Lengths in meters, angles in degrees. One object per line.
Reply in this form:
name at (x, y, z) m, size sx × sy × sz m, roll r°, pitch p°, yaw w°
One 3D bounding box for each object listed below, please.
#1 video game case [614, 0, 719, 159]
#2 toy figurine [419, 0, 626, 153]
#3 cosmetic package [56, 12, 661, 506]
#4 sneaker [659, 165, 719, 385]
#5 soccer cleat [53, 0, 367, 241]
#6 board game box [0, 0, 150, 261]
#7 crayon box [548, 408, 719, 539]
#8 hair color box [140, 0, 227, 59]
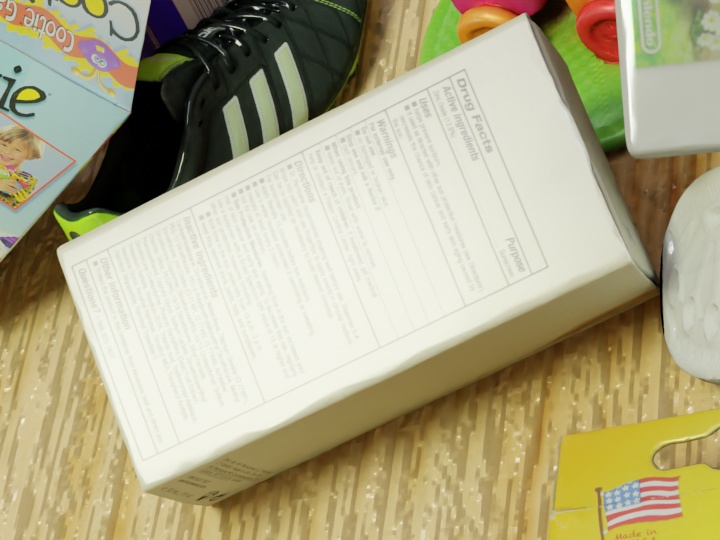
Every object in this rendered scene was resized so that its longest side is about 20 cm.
video game case at (0.169, -0.145, 0.773) m, size 0.181 × 0.022 × 0.202 m, roll -5°, pitch 89°, yaw 15°
toy figurine at (0.076, -0.154, 0.897) m, size 0.199 × 0.184 × 0.151 m, roll 2°, pitch 55°, yaw 33°
cosmetic package at (0.000, 0.000, 0.873) m, size 0.199 × 0.071 × 0.106 m, roll -24°, pitch 74°, yaw 12°
sneaker at (0.200, -0.002, 0.780) m, size 0.200 × 0.145 × 0.081 m, roll 148°, pitch 124°, yaw -68°
soccer cleat at (-0.058, -0.076, 0.991) m, size 0.067 × 0.081 × 0.201 m, roll 9°, pitch 60°, yaw 37°
board game box at (-0.182, -0.066, 0.981) m, size 0.200 × 0.104 × 0.104 m, roll -42°, pitch 30°, yaw 38°
crayon box at (0.120, 0.135, 0.724) m, size 0.126 × 0.051 × 0.201 m, roll -11°, pitch 50°, yaw 24°
hair color box at (-0.148, -0.129, 1.094) m, size 0.199 × 0.065 × 0.110 m, roll -2°, pitch 42°, yaw 33°
